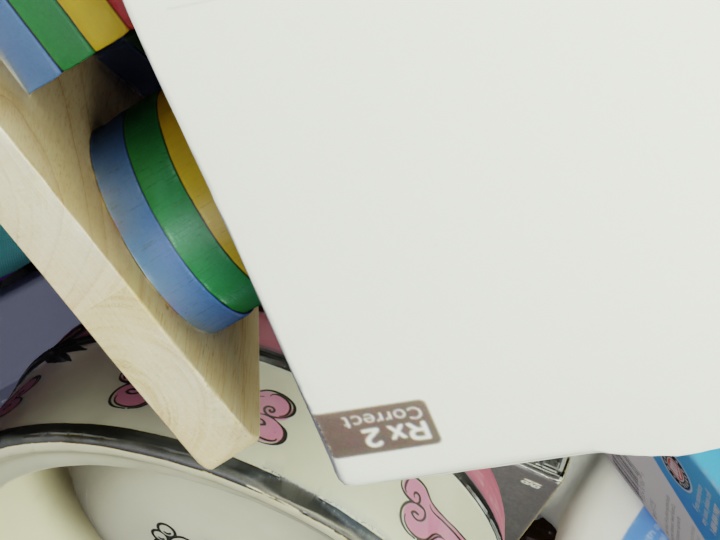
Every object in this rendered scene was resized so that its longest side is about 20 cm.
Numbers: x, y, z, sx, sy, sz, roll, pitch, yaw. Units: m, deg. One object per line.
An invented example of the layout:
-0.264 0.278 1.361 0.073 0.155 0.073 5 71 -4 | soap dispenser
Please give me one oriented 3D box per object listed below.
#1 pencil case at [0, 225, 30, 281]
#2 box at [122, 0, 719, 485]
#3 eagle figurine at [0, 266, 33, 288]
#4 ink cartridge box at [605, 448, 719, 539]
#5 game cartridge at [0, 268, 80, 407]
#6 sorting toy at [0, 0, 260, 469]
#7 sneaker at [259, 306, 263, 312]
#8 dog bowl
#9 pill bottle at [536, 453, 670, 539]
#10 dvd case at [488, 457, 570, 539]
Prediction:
-0.192 -0.015 1.098 0.199 0.092 0.085 -29 71 25 | pencil case
0.064 -0.066 0.732 0.198 0.131 0.201 -10 129 17 | box
-0.186 0.080 1.197 0.199 0.151 0.152 4 120 46 | eagle figurine
0.082 -0.004 0.906 0.200 0.068 0.116 53 171 19 | ink cartridge box
-0.096 0.095 1.114 0.201 0.133 0.040 64 168 -9 | game cartridge
-0.072 -0.078 0.849 0.069 0.200 0.199 -30 118 14 | sorting toy
0.000 0.000 1.002 0.082 0.078 0.200 15 169 1 | sneaker
-0.040 0.089 0.946 0.199 0.074 0.201 16 146 11 | dog bowl
0.137 0.097 0.985 0.200 0.112 0.113 37 141 18 | pill bottle
-0.025 0.085 1.011 0.148 0.016 0.200 24 147 -3 | dvd case
